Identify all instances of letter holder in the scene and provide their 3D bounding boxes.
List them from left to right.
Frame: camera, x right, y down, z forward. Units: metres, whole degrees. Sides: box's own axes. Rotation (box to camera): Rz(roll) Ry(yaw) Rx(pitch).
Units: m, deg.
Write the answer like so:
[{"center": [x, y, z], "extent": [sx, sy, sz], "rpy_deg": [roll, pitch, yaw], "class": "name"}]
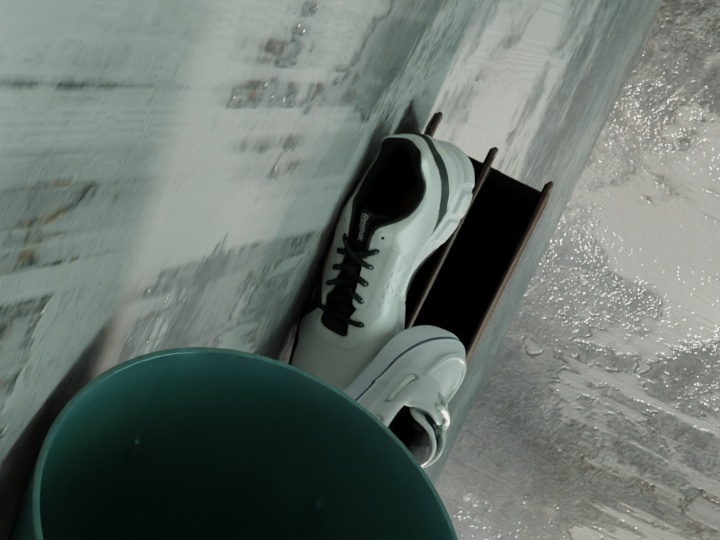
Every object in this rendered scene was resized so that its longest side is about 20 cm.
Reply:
[{"center": [0.046, 0.008, 1.841], "extent": [0.200, 0.100, 0.142], "rpy_deg": [-63, 178, -6], "class": "letter holder"}]

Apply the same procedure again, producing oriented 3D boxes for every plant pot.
[{"center": [-0.076, 0.163, 1.217], "extent": [0.161, 0.200, 0.201], "rpy_deg": [-57, 180, 44], "class": "plant pot"}]

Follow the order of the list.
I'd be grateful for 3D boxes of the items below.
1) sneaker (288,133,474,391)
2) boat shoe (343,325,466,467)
[{"center": [0.000, 0.000, 1.727], "extent": [0.200, 0.074, 0.080], "rpy_deg": [-66, 156, -3], "class": "sneaker"}, {"center": [0.022, 0.099, 1.684], "extent": [0.200, 0.065, 0.074], "rpy_deg": [-40, 139, -47], "class": "boat shoe"}]
